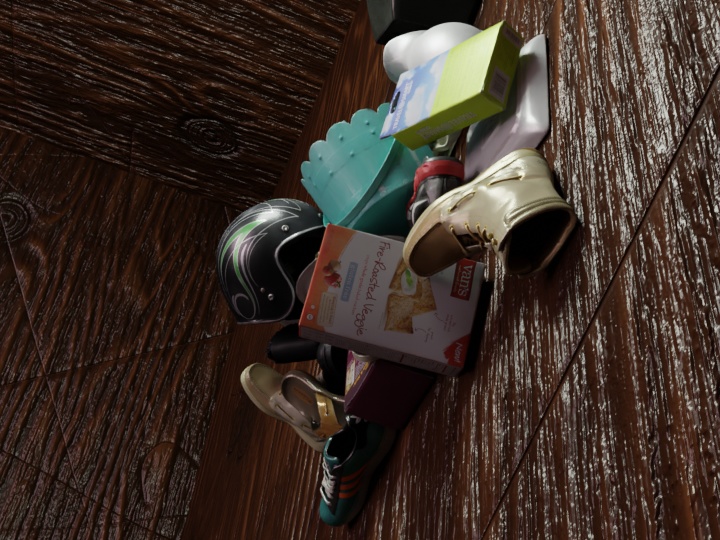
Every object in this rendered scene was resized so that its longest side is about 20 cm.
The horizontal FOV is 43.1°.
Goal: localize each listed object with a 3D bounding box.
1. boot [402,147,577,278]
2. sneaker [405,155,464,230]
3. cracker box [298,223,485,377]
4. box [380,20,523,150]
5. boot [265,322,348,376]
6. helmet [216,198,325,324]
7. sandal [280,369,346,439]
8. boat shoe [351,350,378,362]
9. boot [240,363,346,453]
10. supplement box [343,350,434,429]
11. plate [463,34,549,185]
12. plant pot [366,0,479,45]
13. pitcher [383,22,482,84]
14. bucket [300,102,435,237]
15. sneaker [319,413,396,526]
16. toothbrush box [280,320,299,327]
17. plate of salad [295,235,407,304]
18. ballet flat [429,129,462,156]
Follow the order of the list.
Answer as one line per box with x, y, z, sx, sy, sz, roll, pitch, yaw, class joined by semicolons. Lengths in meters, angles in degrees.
0.135;-0.034;0.990;0.200;0.073;0.155;-36;27;15;boot
0.101;-0.070;1.249;0.200;0.071;0.098;98;173;-65;sneaker
0.038;0.036;1.095;0.058;0.200;0.134;103;-179;-71;cracker box
0.118;-0.239;1.215;0.200;0.048;0.122;-16;48;51;box
-0.070;0.117;1.409;0.198;0.162;0.073;-30;-69;-65;boot
-0.130;-0.016;1.441;0.200;0.200;0.191;170;93;-76;helmet
-0.054;0.213;1.355;0.054;0.200;0.080;-14;-56;-49;sandal
0.059;0.031;1.165;0.200;0.068;0.072;-39;31;-19;boat shoe
-0.090;0.192;1.464;0.072;0.200;0.155;-48;-5;-43;boot
0.040;0.104;1.262;0.200;0.086;0.110;-87;21;-53;supplement box
0.184;-0.187;1.204;0.200;0.032;0.200;122;163;-47;plate
0.116;-0.503;1.652;0.200;0.199;0.178;160;116;-74;plant pot
0.148;-0.328;1.397;0.200;0.171;0.121;40;153;62;pitcher
0.024;-0.130;1.354;0.135;0.207;0.207;58;142;22;bucket
-0.026;0.273;1.272;0.200;0.080;0.071;-66;33;21;sneaker
-0.054;0.014;1.653;0.146;0.085;0.200;-6;60;33;toothbrush box
0.000;0.000;1.347;0.200;0.200;0.048;-57;42;48;plate of salad
0.117;-0.188;1.438;0.069;0.069;0.200;-125;58;-75;ballet flat
